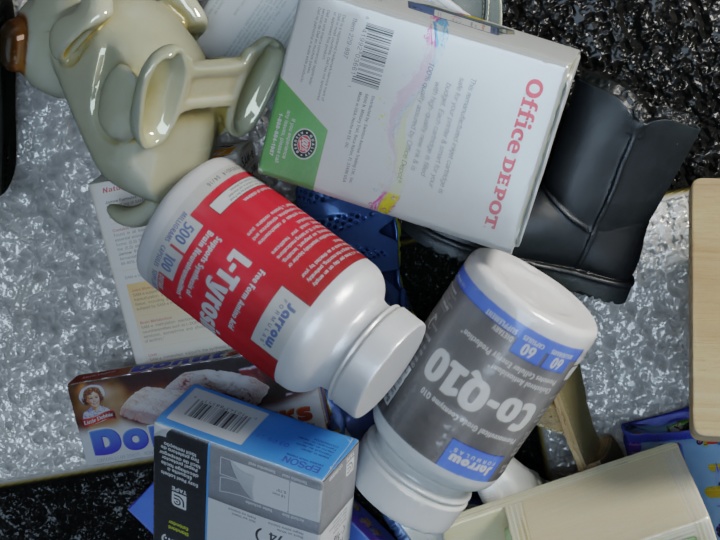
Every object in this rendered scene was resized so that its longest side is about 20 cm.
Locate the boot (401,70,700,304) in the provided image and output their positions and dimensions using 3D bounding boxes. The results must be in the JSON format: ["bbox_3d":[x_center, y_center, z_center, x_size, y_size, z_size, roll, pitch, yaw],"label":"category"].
[{"bbox_3d":[0.148,-0.078,1.171,0.199,0.076,0.169,16,107,-6],"label":"boot"}]

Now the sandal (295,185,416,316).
[{"bbox_3d":[0.000,0.000,1.200,0.079,0.087,0.201,-19,98,11],"label":"sandal"}]

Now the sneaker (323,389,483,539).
[{"bbox_3d":[0.031,0.142,1.243,0.088,0.075,0.200,-33,106,2],"label":"sneaker"}]

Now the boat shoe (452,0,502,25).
[{"bbox_3d":[0.064,-0.154,1.170,0.073,0.062,0.201,16,103,3],"label":"boat shoe"}]

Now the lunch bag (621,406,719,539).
[{"bbox_3d":[0.308,0.186,1.219,0.199,0.094,0.151,-12,103,19],"label":"lunch bag"}]

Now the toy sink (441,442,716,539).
[{"bbox_3d":[0.176,0.241,1.150,0.199,0.112,0.131,-18,116,6],"label":"toy sink"}]

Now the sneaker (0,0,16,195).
[{"bbox_3d":[-0.334,-0.162,1.198,0.114,0.076,0.200,6,108,-3],"label":"sneaker"}]

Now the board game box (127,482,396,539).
[{"bbox_3d":[-0.077,0.220,1.263,0.200,0.045,0.134,44,103,2],"label":"board game box"}]

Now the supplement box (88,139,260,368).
[{"bbox_3d":[-0.130,0.006,1.218,0.126,0.074,0.201,-10,102,9],"label":"supplement box"}]

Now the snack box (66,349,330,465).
[{"bbox_3d":[-0.128,0.105,1.190,0.199,0.024,0.072,-10,104,9],"label":"snack box"}]

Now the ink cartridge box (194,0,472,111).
[{"bbox_3d":[-0.014,-0.183,1.158,0.200,0.047,0.160,39,111,2],"label":"ink cartridge box"}]

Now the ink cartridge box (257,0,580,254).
[{"bbox_3d":[0.044,-0.116,1.089,0.199,0.088,0.146,18,110,8],"label":"ink cartridge box"}]

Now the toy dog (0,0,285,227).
[{"bbox_3d":[-0.180,-0.153,1.138,0.200,0.139,0.194,40,132,28],"label":"toy dog"}]

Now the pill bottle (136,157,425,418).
[{"bbox_3d":[-0.056,0.015,1.092,0.200,0.112,0.112,36,104,14],"label":"pill bottle"}]

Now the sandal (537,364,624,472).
[{"bbox_3d":[0.149,0.110,1.216,0.070,0.078,0.212,-24,93,27],"label":"sandal"}]

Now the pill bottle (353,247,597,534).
[{"bbox_3d":[0.080,0.094,1.134,0.114,0.114,0.200,31,108,-2],"label":"pill bottle"}]

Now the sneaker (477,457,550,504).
[{"bbox_3d":[0.165,0.204,1.238,0.088,0.075,0.200,-32,108,13],"label":"sneaker"}]

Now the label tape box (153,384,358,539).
[{"bbox_3d":[-0.084,0.203,1.160,0.144,0.063,0.201,16,122,19],"label":"label tape box"}]

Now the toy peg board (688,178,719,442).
[{"bbox_3d":[0.345,0.044,1.137,0.199,0.098,0.200,2,71,5],"label":"toy peg board"}]
